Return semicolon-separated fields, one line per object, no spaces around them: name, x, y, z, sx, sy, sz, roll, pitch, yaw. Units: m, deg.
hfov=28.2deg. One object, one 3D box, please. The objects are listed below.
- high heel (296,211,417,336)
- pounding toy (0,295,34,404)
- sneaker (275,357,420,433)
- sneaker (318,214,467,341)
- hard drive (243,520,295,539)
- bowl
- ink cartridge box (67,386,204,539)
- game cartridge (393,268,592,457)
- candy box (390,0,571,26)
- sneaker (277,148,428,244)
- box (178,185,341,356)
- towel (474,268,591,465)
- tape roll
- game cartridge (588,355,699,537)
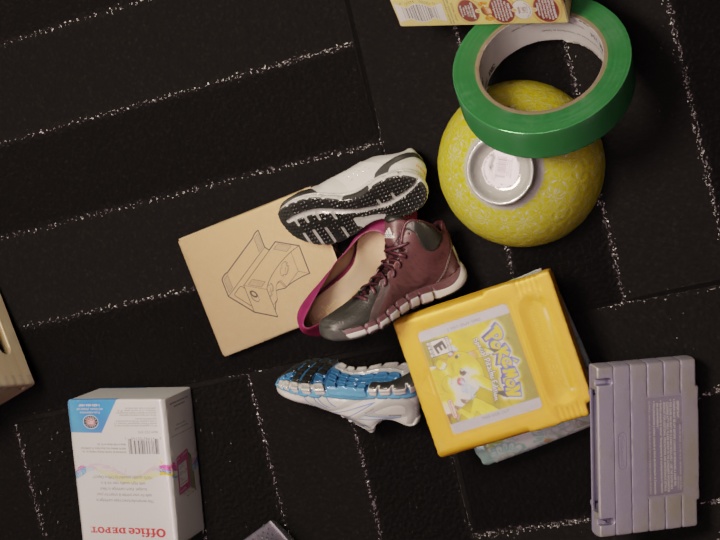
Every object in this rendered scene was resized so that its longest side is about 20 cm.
high heel;0.000;0.000;1.726;0.067;0.096;0.200;36;96;3
pounding toy;-0.548;0.145;1.955;0.184;0.142;0.200;-29;77;21
sneaker;-0.014;0.163;1.784;0.200;0.075;0.087;3;122;28
sneaker;0.026;-0.003;1.686;0.076;0.200;0.116;18;130;58
hard drive;-0.096;0.433;1.864;0.135;0.042;0.200;-38;85;21
bowl;0.174;-0.120;1.652;0.200;0.108;0.201;3;98;19
ink cartridge box;-0.295;0.259;1.890;0.144;0.085;0.200;-2;96;21
game cartridge;0.158;0.110;1.683;0.200;0.032;0.177;-19;91;20
candy box;0.143;-0.340;1.631;0.200;0.055;0.116;3;62;19
sneaker;-0.006;-0.091;1.743;0.200;0.080;0.074;-14;126;21
box;-0.117;0.002;1.821;0.200;0.021;0.164;-21;91;20
towel;0.184;0.115;1.714;0.171;0.048;0.200;-24;89;22
tape roll;0.204;-0.219;1.597;0.200;0.048;0.201;-8;55;12
game cartridge;0.327;0.201;1.650;0.129;0.038;0.200;-4;98;-17
